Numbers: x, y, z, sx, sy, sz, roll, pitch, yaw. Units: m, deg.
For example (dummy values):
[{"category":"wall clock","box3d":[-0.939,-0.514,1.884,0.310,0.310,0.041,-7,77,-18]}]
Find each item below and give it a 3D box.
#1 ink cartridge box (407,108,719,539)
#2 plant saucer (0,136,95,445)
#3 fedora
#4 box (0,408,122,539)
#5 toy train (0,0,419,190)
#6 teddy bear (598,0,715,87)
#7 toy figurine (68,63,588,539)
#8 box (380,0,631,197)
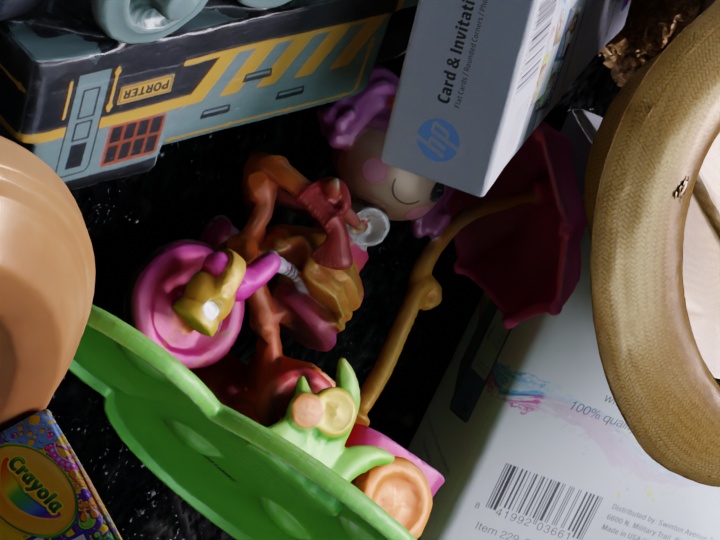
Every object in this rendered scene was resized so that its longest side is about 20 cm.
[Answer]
[{"category":"ink cartridge box","box3d":[0.115,0.055,1.057,0.145,0.088,0.200,20,108,-15]},{"category":"plant saucer","box3d":[-0.169,0.036,0.787,0.200,0.037,0.200,-22,148,-15]},{"category":"fedora","box3d":[0.141,-0.021,0.934,0.200,0.082,0.201,-13,115,-29]},{"category":"box","box3d":[-0.140,0.180,0.858,0.192,0.122,0.200,-28,145,-7]},{"category":"toy train","box3d":[-0.049,-0.093,0.835,0.200,0.085,0.114,-19,143,-39]},{"category":"teddy bear","box3d":[0.178,-0.145,1.040,0.200,0.067,0.145,-44,139,-14]},{"category":"toy figurine","box3d":[0.000,0.000,0.947,0.200,0.150,0.184,44,69,-28]},{"category":"box","box3d":[0.071,-0.132,0.885,0.200,0.041,0.156,-47,154,-60]}]
